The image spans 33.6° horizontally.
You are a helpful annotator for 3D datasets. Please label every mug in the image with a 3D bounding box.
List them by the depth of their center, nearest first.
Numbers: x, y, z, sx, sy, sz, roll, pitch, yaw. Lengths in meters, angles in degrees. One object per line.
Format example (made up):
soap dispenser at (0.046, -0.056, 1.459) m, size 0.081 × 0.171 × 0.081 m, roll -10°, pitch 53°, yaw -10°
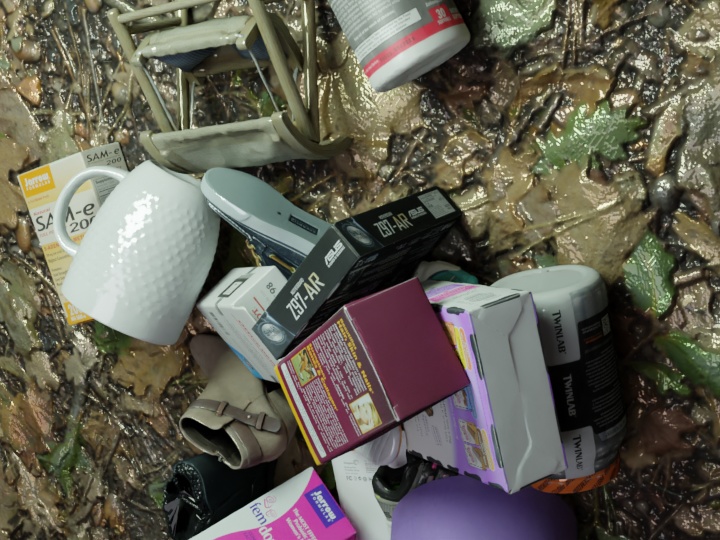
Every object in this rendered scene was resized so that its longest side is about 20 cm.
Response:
mug at (-0.261, -0.040, 1.364) m, size 0.198 × 0.148 × 0.177 m, roll 28°, pitch 96°, yaw 9°

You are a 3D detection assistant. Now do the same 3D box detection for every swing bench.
swing bench at (-0.139, -0.202, 1.277) m, size 0.197 × 0.129 × 0.203 m, roll -4°, pitch 104°, yaw 33°

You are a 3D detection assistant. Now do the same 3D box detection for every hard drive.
hard drive at (0.035, 0.275, 1.390) m, size 0.130 × 0.027 × 0.203 m, roll -3°, pitch 104°, yaw 33°

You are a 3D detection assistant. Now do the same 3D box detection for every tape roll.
tape roll at (0.127, 0.302, 1.240) m, size 0.197 × 0.086 × 0.202 m, roll 3°, pitch 137°, yaw 3°

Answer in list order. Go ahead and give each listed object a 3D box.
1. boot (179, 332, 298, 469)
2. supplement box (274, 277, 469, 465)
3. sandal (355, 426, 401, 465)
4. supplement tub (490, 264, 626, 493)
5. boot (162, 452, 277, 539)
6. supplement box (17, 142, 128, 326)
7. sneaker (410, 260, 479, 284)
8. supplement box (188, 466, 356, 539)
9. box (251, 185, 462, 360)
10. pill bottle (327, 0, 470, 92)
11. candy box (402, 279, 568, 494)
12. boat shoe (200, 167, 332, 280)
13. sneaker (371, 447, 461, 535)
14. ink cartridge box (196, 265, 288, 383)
boot at (-0.162, 0.152, 1.401) m, size 0.198 × 0.146 × 0.071 m, roll 28°, pitch 121°, yaw 23°
supplement box at (0.005, 0.099, 1.119) m, size 0.111 × 0.085 × 0.200 m, roll 64°, pitch 151°, yaw 9°
sandal at (0.019, 0.168, 1.305) m, size 0.206 × 0.058 × 0.080 m, roll -150°, pitch 70°, yaw -68°
supplement tub at (0.193, 0.106, 1.169) m, size 0.121 × 0.122 × 0.203 m, roll -4°, pitch 104°, yaw 34°
boot at (-0.172, 0.291, 1.443) m, size 0.076 × 0.168 × 0.203 m, roll 20°, pitch 116°, yaw 26°
supplement box at (-0.334, -0.044, 1.492) m, size 0.125 × 0.073 × 0.203 m, roll -14°, pitch 98°, yaw 35°
sneaker at (0.084, 0.090, 1.269) m, size 0.079 × 0.078 × 0.203 m, roll 11°, pitch 113°, yaw 17°
supplement box at (-0.113, 0.333, 1.377) m, size 0.101 × 0.198 × 0.104 m, roll 50°, pitch 154°, yaw 26°
box at (0.000, 0.000, 1.211) m, size 0.044 × 0.199 × 0.161 m, roll 49°, pitch 126°, yaw 13°
pill bottle at (0.016, -0.286, 1.158) m, size 0.110 × 0.110 × 0.202 m, roll -27°, pitch 91°, yaw 36°
candy box at (0.099, 0.102, 1.135) m, size 0.199 × 0.071 × 0.170 m, roll 7°, pitch 112°, yaw 65°
boat shoe at (-0.098, -0.029, 1.315) m, size 0.199 × 0.071 × 0.091 m, roll 30°, pitch 125°, yaw -7°
sneaker at (0.091, 0.216, 1.285) m, size 0.199 × 0.074 × 0.088 m, roll -31°, pitch 101°, yaw 27°
ink cartridge box at (-0.098, 0.060, 1.303) m, size 0.116 × 0.067 × 0.200 m, roll 52°, pitch 162°, yaw -14°
